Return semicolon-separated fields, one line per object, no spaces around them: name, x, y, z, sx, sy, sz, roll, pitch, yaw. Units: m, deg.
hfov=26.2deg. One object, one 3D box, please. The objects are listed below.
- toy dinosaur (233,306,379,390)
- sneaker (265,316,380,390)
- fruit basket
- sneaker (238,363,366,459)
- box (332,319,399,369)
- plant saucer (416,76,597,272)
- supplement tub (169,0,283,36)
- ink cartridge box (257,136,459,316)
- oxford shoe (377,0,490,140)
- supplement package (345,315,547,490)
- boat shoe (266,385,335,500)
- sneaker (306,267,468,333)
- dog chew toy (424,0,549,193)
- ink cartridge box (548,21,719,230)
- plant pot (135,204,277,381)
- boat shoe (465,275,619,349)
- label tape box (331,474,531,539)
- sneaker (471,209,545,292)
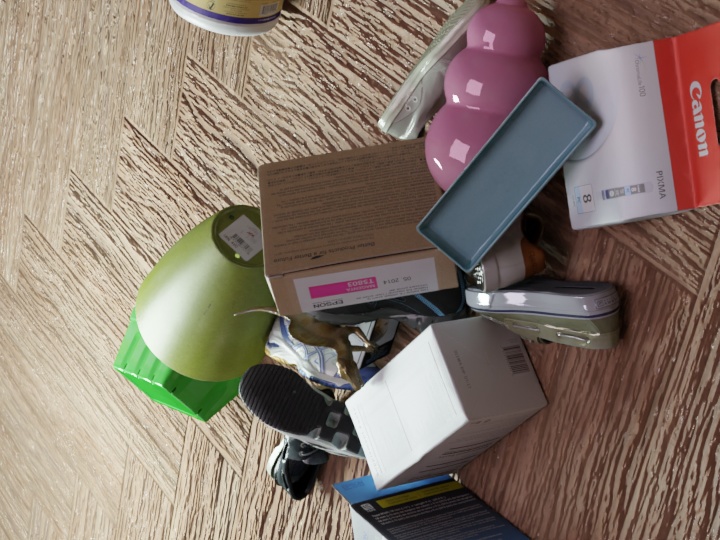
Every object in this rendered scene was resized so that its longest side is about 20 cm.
toy dinosaur;-0.046;0.062;1.740;0.200;0.101;0.058;32;121;38
sneaker;-0.043;0.087;1.888;0.200;0.075;0.089;22;98;44
fruit basket;-0.231;0.086;2.148;0.215;0.155;0.216;-31;34;24
sneaker;-0.054;0.179;1.847;0.199;0.074;0.089;26;165;12
box;0.000;0.000;1.789;0.116;0.060;0.201;35;126;26
plant saucer;0.138;-0.090;1.474;0.070;0.019;0.200;40;115;1
supplement tub;-0.151;-0.405;1.894;0.145;0.145;0.201;47;132;42
ink cartridge box;-0.004;-0.048;1.647;0.075;0.199;0.165;78;-176;-51
oxford shoe;0.089;-0.213;1.653;0.058;0.075;0.200;34;126;-3
supplement package;0.088;0.142;1.664;0.200;0.109;0.114;-45;59;50
boat shoe;-0.065;0.222;1.945;0.066;0.074;0.200;58;140;29
sneaker;0.021;0.016;1.697;0.073;0.199;0.082;-72;-15;-66
dog chew toy;0.133;-0.170;1.536;0.124;0.124;0.201;21;106;53
ink cartridge box;0.258;-0.128;1.412;0.200;0.047;0.161;-10;87;59
plant pot;-0.169;0.011;1.943;0.188;0.186;0.200;67;149;23
boat shoe;0.178;0.044;1.547;0.200;0.072;0.062;5;107;55
label tape box;0.076;0.292;1.680;0.200;0.144;0.064;35;126;49
sneaker;0.141;-0.046;1.604;0.200;0.084;0.073;-110;9;-53
